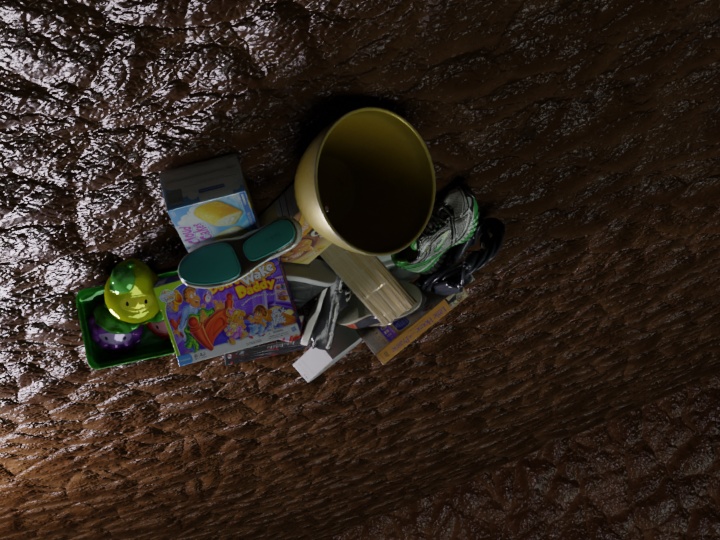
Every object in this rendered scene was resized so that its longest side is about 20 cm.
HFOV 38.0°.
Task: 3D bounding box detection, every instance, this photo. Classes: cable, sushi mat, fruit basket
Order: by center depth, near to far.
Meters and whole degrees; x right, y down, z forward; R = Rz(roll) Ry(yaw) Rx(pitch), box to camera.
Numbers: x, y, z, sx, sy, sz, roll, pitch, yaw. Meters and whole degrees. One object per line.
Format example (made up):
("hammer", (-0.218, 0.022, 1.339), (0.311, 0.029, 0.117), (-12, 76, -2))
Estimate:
("fruit basket", (-0.358, 0.067, 1.700), (0.214, 0.157, 0.216), (-12, 174, -1))
("sushi mat", (0.000, 0.000, 1.720), (0.012, 0.200, 0.096), (-44, -177, -43))
("cable", (0.172, -0.025, 1.830), (0.051, 0.164, 0.200), (41, 160, -12))

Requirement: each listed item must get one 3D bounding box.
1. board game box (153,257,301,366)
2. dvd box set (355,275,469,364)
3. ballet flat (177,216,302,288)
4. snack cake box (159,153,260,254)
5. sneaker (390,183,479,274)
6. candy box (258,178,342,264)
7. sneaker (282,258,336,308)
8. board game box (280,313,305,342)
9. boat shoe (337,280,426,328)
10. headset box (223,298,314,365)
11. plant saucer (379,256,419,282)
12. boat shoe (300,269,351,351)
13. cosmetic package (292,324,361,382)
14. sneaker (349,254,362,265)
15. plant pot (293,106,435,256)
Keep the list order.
("board game box", (-0.206, 0.056, 1.632), (0.199, 0.135, 0.045), (-16, -165, 3))
("dvd box set", (0.091, 0.077, 1.908), (0.200, 0.146, 0.029), (-39, 112, -3))
("ballet flat", (-0.171, -0.023, 1.541), (0.199, 0.070, 0.069), (-23, 155, 12))
("snack cake box", (-0.214, -0.083, 1.534), (0.114, 0.068, 0.200), (-15, 156, -3))
("sneaker", (0.125, -0.064, 1.733), (0.085, 0.078, 0.200), (1, 138, -40))
("candy box", (-0.079, -0.083, 1.630), (0.115, 0.056, 0.200), (5, 148, -38))
("sneaker", (-0.145, 0.014, 1.731), (0.199, 0.071, 0.099), (16, 135, -34))
("board game box", (-0.176, 0.078, 1.769), (0.150, 0.047, 0.200), (15, 179, 2))
("boat shoe", (0.043, 0.066, 1.878), (0.199, 0.072, 0.062), (-17, 154, 39))
("headset box", (-0.163, 0.113, 1.949), (0.199, 0.076, 0.149), (-11, 168, -10))
("plant saucer", (0.053, -0.011, 1.872), (0.199, 0.051, 0.200), (-12, 156, -6))
("boat shoe", (-0.048, 0.052, 1.829), (0.060, 0.074, 0.201), (19, 109, -5))
("cosmetic package", (-0.045, 0.142, 2.022), (0.083, 0.051, 0.200), (-46, 173, 32))
("sneaker", (0.044, -0.080, 1.717), (0.085, 0.077, 0.200), (-19, 169, -47))
("plant pot", (-0.015, -0.117, 1.464), (0.199, 0.202, 0.142), (2, 177, -34))
